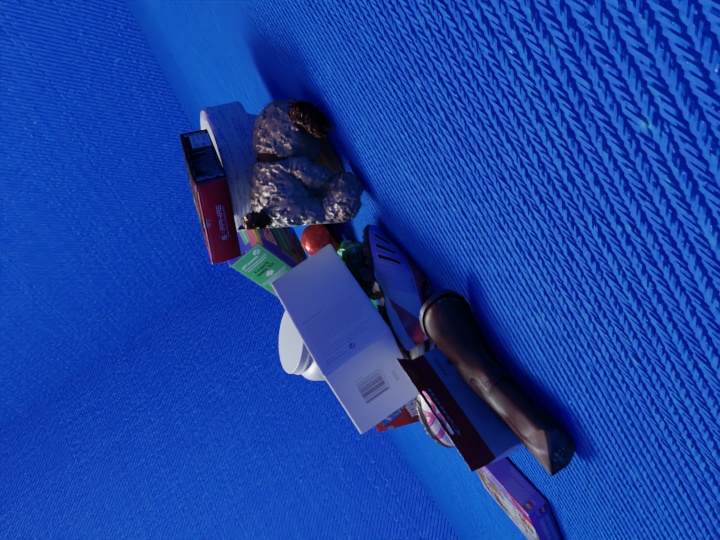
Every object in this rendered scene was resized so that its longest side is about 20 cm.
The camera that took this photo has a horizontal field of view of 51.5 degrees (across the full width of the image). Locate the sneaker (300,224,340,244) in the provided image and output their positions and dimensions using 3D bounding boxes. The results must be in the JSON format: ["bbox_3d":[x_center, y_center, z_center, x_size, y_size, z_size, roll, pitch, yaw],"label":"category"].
[{"bbox_3d":[-0.064,-0.045,1.471,0.091,0.076,0.200,49,180,4],"label":"sneaker"}]

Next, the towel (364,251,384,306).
[{"bbox_3d":[0.038,0.023,1.272,0.146,0.022,0.200,59,172,-11],"label":"towel"}]

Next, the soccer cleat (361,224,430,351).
[{"bbox_3d":[0.057,0.011,1.034,0.068,0.072,0.203,47,-160,-53],"label":"soccer cleat"}]

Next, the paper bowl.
[{"bbox_3d":[-0.189,-0.172,1.223,0.200,0.102,0.206,164,91,-73],"label":"paper bowl"}]

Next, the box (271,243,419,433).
[{"bbox_3d":[-0.021,0.093,1.046,0.201,0.105,0.154,54,174,44],"label":"box"}]

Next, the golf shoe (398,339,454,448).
[{"bbox_3d":[0.122,0.181,1.121,0.204,0.090,0.073,65,-156,-20],"label":"golf shoe"}]

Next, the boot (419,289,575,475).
[{"bbox_3d":[0.159,0.130,0.846,0.187,0.064,0.201,48,-176,-46],"label":"boot"}]

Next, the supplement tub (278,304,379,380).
[{"bbox_3d":[-0.043,0.133,1.406,0.144,0.195,0.150,-19,68,60],"label":"supplement tub"}]

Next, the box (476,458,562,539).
[{"bbox_3d":[0.252,0.370,1.237,0.200,0.039,0.139,45,165,56],"label":"box"}]

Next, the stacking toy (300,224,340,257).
[{"bbox_3d":[-0.057,-0.020,1.346,0.086,0.085,0.200,51,178,28],"label":"stacking toy"}]

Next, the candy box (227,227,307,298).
[{"bbox_3d":[-0.178,-0.045,1.379,0.199,0.077,0.171,36,-160,-49],"label":"candy box"}]

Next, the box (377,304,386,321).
[{"bbox_3d":[0.015,0.149,1.281,0.032,0.122,0.204,12,132,26],"label":"box"}]

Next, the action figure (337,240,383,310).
[{"bbox_3d":[0.000,0.000,1.145,0.119,0.054,0.200,56,176,17],"label":"action figure"}]

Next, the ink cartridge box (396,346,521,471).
[{"bbox_3d":[0.134,0.166,0.949,0.162,0.050,0.199,55,-169,20],"label":"ink cartridge box"}]

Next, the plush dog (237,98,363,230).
[{"bbox_3d":[-0.108,-0.150,1.049,0.197,0.158,0.177,1,97,49],"label":"plush dog"}]

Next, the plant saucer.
[{"bbox_3d":[-0.074,-0.174,1.178,0.203,0.032,0.201,56,171,14],"label":"plant saucer"}]

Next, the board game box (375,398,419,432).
[{"bbox_3d":[0.052,0.204,1.243,0.202,0.100,0.020,67,-172,-48],"label":"board game box"}]

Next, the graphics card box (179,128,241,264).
[{"bbox_3d":[-0.226,-0.115,1.115,0.201,0.050,0.128,-124,24,-55],"label":"graphics card box"}]
